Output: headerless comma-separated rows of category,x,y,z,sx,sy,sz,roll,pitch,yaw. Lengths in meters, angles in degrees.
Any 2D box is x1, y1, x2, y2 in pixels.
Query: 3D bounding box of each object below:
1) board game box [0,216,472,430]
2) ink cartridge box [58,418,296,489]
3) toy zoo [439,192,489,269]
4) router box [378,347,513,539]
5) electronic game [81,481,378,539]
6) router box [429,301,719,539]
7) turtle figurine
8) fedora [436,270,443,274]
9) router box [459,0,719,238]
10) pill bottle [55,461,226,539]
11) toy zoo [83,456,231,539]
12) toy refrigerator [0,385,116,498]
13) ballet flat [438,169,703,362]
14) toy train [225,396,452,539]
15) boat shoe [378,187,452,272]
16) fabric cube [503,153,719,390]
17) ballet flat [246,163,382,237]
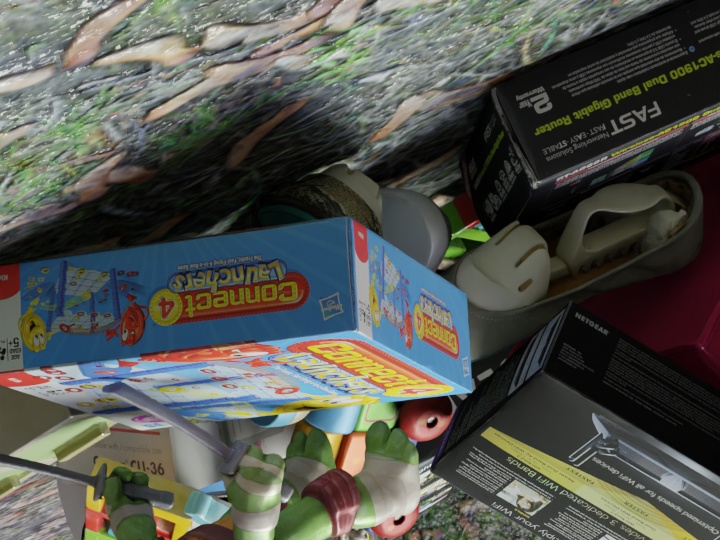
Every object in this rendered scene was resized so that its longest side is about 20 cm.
board game box,-0.063,0.032,1.233,0.195,0.056,0.200,-7,167,18
ink cartridge box,-0.111,0.090,1.503,0.116,0.068,0.199,0,-169,45
toy zoo,0.125,-0.057,1.549,0.199,0.021,0.131,-30,169,16
router box,0.087,0.093,1.627,0.199,0.051,0.149,-29,164,-17
electronic game,-0.087,0.183,1.623,0.199,0.042,0.200,-3,140,-3
router box,0.159,0.116,1.367,0.157,0.199,0.052,-47,-166,56
turtle figurine,-0.074,0.109,1.279,0.193,0.200,0.144,-20,156,-45
fedora,0.069,0.040,1.719,0.200,0.092,0.201,-32,167,-8
router box,0.161,-0.093,1.389,0.199,0.062,0.150,-24,170,-11
pill bottle,-0.106,0.141,1.727,0.199,0.116,0.116,-18,167,-25
toy zoo,-0.102,0.158,1.454,0.200,0.131,0.021,110,1,-71
toy refrigerator,-0.222,0.098,1.379,0.200,0.070,0.076,-32,167,27
ballet flat,0.107,-0.009,1.368,0.199,0.067,0.064,-21,141,-21
toy train,-0.031,0.131,1.461,0.115,0.085,0.201,0,121,-33
boat shoe,0.000,0.000,1.434,0.066,0.070,0.200,-17,168,-39
fabric cube,0.236,0.062,1.478,0.200,0.199,0.196,-19,-151,51
ballet flat,-0.027,-0.020,1.330,0.075,0.068,0.200,-45,-176,-25
